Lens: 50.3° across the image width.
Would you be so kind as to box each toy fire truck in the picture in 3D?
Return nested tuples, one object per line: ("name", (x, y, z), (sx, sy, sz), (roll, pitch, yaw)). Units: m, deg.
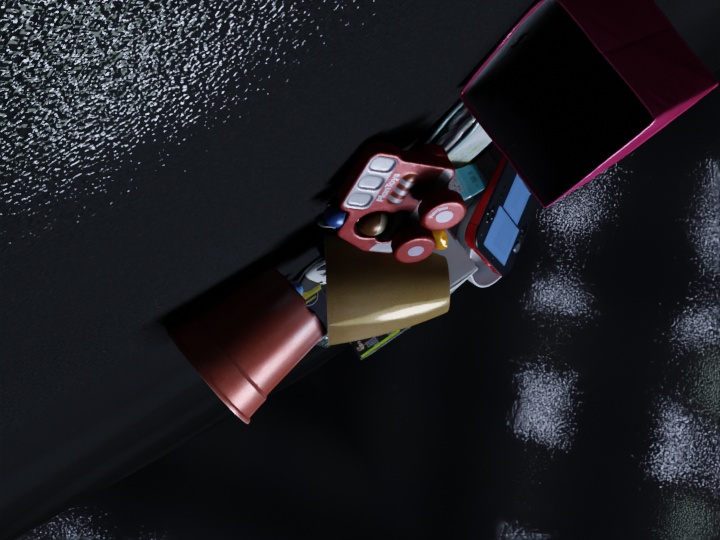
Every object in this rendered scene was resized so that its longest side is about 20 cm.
("toy fire truck", (0.040, -0.098, 1.087), (0.168, 0.112, 0.200), (6, 143, -28))

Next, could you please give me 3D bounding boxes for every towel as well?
("towel", (0.161, -0.209, 1.179), (0.171, 0.048, 0.200), (-30, 172, -47))

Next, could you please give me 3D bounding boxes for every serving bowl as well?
("serving bowl", (0.237, -0.073, 1.444), (0.200, 0.066, 0.200), (-32, 135, -39))

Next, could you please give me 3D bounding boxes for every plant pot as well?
("plant pot", (-0.173, 0.106, 1.240), (0.195, 0.201, 0.201), (-41, 173, -9))
("plant pot", (0.042, 0.025, 1.258), (0.200, 0.187, 0.186), (-3, 170, -2))

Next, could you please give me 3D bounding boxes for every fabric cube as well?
("fabric cube", (0.293, -0.237, 0.996), (0.199, 0.200, 0.196), (-30, 171, -39))

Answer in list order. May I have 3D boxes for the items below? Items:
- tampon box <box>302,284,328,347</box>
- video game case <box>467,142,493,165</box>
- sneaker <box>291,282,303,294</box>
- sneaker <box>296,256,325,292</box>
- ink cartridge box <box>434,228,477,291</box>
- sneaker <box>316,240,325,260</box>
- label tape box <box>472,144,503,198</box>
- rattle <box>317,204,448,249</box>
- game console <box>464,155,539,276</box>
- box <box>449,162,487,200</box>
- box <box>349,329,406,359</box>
("tampon box", (-0.060, 0.071, 1.646), (0.150, 0.126, 0.200), (-35, 171, -1))
("video game case", (0.241, -0.233, 1.450), (0.143, 0.019, 0.200), (-40, 169, 35))
("sneaker", (-0.151, 0.074, 1.509), (0.078, 0.066, 0.200), (-28, 169, -21))
("sneaker", (-0.039, 0.002, 1.477), (0.200, 0.089, 0.074), (-36, 173, 25))
("ink cartridge box", (0.119, -0.015, 1.423), (0.083, 0.146, 0.200), (-34, 173, -15))
("sneaker", (0.000, 0.000, 1.385), (0.071, 0.083, 0.200), (-38, 127, 10))
("label tape box", (0.269, -0.196, 1.488), (0.144, 0.063, 0.200), (-26, 168, -43))
("rattle", (0.037, -0.064, 1.225), (0.130, 0.143, 0.200), (-21, -176, 28))
("game console", (0.261, -0.094, 1.379), (0.177, 0.031, 0.200), (-62, 147, -5))
("box", (0.152, -0.134, 1.266), (0.082, 0.049, 0.200), (-28, -178, 20))
("box", (0.031, 0.075, 1.794), (0.200, 0.193, 0.048), (-37, 173, 15))
